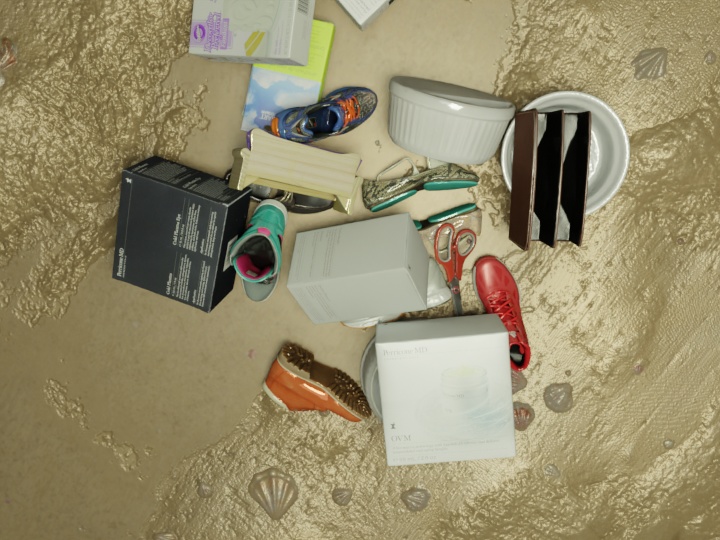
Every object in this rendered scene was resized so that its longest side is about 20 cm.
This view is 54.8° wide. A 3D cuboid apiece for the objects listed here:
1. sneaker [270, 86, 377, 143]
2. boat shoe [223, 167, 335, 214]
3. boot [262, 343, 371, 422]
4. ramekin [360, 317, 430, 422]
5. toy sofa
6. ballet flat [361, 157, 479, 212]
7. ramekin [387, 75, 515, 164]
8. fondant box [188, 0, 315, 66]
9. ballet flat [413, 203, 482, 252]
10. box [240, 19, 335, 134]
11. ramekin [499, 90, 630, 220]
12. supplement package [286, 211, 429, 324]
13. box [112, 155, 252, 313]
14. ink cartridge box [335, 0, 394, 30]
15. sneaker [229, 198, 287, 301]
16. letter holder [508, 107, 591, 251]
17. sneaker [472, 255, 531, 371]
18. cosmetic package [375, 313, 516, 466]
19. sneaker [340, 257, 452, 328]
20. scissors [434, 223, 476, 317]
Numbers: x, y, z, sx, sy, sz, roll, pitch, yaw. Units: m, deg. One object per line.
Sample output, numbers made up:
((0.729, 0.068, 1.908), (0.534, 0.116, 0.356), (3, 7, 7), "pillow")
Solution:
((-0.043, -0.245, 1.114), (0.200, 0.078, 0.075), (-32, 115, -31), "sneaker")
((-0.137, -0.133, 1.176), (0.200, 0.073, 0.075), (7, 100, 2), "boat shoe")
((-0.079, 0.224, 1.246), (0.200, 0.075, 0.107), (34, 115, -5), "boot")
((0.096, 0.190, 1.206), (0.200, 0.105, 0.201), (1, 100, 3), "ramekin")
((-0.101, -0.156, 1.100), (0.200, 0.083, 0.098), (10, 95, -21), "toy sofa")
((0.096, -0.157, 1.170), (0.200, 0.068, 0.075), (-14, 83, 7), "ballet flat")
((0.134, -0.234, 1.088), (0.202, 0.202, 0.094), (13, 112, 1), "ramekin")
((-0.172, -0.406, 1.098), (0.200, 0.058, 0.145), (11, 98, 27), "fondant box")
((0.113, -0.058, 1.183), (0.200, 0.068, 0.067), (-13, 107, 7), "ballet flat")
((-0.120, -0.320, 1.156), (0.122, 0.048, 0.200), (14, 100, 1), "box")
((0.323, -0.187, 1.131), (0.200, 0.098, 0.201), (1, 101, 3), "ramekin")
((0.000, 0.000, 1.128), (0.200, 0.117, 0.117), (-9, 139, 20), "supplement package")
((-0.296, -0.062, 1.149), (0.182, 0.104, 0.200), (19, 115, 6), "box")
((0.037, -0.499, 1.106), (0.200, 0.068, 0.116), (-42, 96, 9), "ink cartridge box")
((-0.170, -0.006, 1.151), (0.083, 0.121, 0.200), (14, 124, 1), "sneaker")
((0.283, -0.134, 1.021), (0.100, 0.142, 0.200), (1, 100, 3), "letter holder")
((0.249, 0.075, 1.171), (0.078, 0.116, 0.200), (-23, 99, 6), "sneaker")
((0.131, 0.184, 1.089), (0.199, 0.123, 0.200), (-6, 98, 4), "cosmetic package")
((0.053, 0.038, 1.205), (0.200, 0.076, 0.092), (-19, 91, -2), "sneaker")
((0.152, 0.020, 1.169), (0.073, 0.014, 0.200), (2, 103, -14), "scissors")
